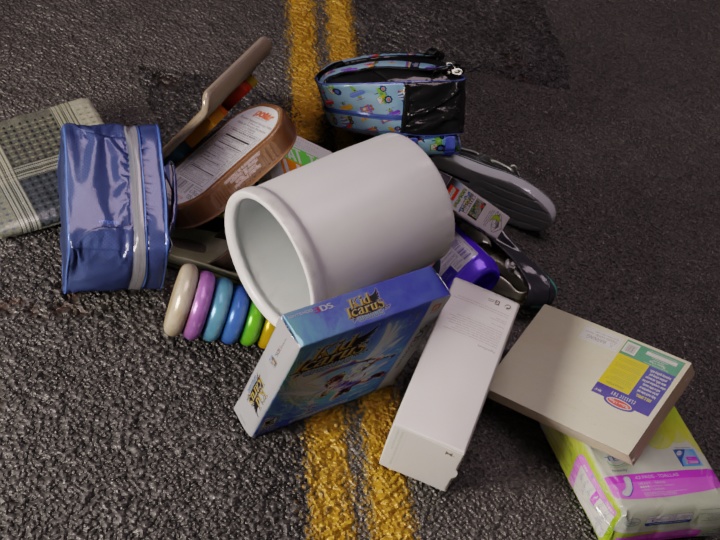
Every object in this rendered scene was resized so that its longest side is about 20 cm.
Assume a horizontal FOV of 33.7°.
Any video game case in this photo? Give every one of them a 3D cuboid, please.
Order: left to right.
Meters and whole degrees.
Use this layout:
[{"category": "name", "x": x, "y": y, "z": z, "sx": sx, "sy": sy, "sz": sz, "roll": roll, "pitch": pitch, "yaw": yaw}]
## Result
[{"category": "video game case", "x": -0.020, "y": 0.088, "z": 1.273, "sx": 0.199, "sy": 0.181, "sz": 0.046, "roll": -18, "pitch": 61, "yaw": -34}]

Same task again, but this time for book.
[{"category": "book", "x": -0.077, "y": -0.098, "z": 1.524, "sx": 0.133, "sy": 0.048, "sz": 0.200, "roll": 25, "pitch": 32, "yaw": -37}]

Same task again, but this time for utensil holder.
[{"category": "utensil holder", "x": -0.020, "y": -0.043, "z": 1.305, "sx": 0.200, "sy": 0.170, "sz": 0.170, "roll": -25, "pitch": 56, "yaw": -28}]

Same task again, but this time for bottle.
[{"category": "bottle", "x": 0.089, "y": -0.036, "z": 1.531, "sx": 0.200, "sy": 0.084, "sz": 0.065, "roll": 46, "pitch": 8, "yaw": 30}]

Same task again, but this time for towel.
[{"category": "towel", "x": -0.392, "y": -0.129, "z": 1.491, "sx": 0.192, "sy": 0.035, "sz": 0.200, "roll": -20, "pitch": 54, "yaw": -22}]

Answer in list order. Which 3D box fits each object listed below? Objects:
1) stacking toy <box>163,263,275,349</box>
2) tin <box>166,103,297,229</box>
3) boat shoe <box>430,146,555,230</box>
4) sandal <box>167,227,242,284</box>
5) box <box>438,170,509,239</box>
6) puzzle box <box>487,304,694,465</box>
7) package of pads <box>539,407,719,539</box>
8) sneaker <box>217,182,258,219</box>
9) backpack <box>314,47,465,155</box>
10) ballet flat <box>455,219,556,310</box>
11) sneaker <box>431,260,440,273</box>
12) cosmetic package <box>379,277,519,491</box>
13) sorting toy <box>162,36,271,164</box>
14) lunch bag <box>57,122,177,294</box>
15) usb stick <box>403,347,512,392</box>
[{"category": "stacking toy", "x": -0.120, "y": 0.059, "z": 1.362, "sx": 0.199, "sy": 0.086, "sz": 0.086, "roll": 17, "pitch": 40, "yaw": -11}, {"category": "tin", "x": -0.165, "y": -0.131, "z": 1.460, "sx": 0.200, "sy": 0.042, "sz": 0.112, "roll": -43, "pitch": 41, "yaw": -14}, {"category": "boat shoe", "x": 0.193, "y": -0.128, "z": 1.677, "sx": 0.200, "sy": 0.072, "sz": 0.071, "roll": 30, "pitch": 46, "yaw": 17}, {"category": "sandal", "x": -0.154, "y": -0.028, "z": 1.452, "sx": 0.200, "sy": 0.057, "sz": 0.080, "roll": 8, "pitch": 41, "yaw": -11}, {"category": "box", "x": 0.097, "y": -0.105, "z": 1.548, "sx": 0.110, "sy": 0.035, "sz": 0.200, "roll": 31, "pitch": 1, "yaw": -33}, {"category": "puzzle box", "x": 0.253, "y": 0.124, "z": 1.332, "sx": 0.200, "sy": 0.025, "sz": 0.133, "roll": 24, "pitch": 64, "yaw": 39}, {"category": "package of pads", "x": 0.302, "y": 0.211, "z": 1.340, "sx": 0.154, "sy": 0.068, "sz": 0.200, "roll": 0, "pitch": 41, "yaw": -20}, {"category": "sneaker", "x": -0.155, "y": -0.116, "z": 1.555, "sx": 0.084, "sy": 0.074, "sz": 0.200, "roll": 30, "pitch": 29, "yaw": -25}, {"category": "backpack", "x": 0.038, "y": -0.234, "z": 1.671, "sx": 0.199, "sy": 0.135, "sz": 0.183, "roll": -4, "pitch": 18, "yaw": -7}, {"category": "ballet flat", "x": 0.170, "y": -0.019, "z": 1.553, "sx": 0.073, "sy": 0.073, "sz": 0.200, "roll": -21, "pitch": 56, "yaw": -36}, {"category": "sneaker", "x": 0.000, "y": 0.000, "z": 1.434, "sx": 0.199, "sy": 0.082, "sz": 0.070, "roll": -15, "pitch": 57, "yaw": -11}, {"category": "cosmetic package", "x": 0.099, "y": 0.124, "z": 1.299, "sx": 0.085, "sy": 0.108, "sz": 0.200, "roll": 23, "pitch": 56, "yaw": 5}, {"category": "sorting toy", "x": -0.198, "y": -0.194, "z": 1.525, "sx": 0.036, "sy": 0.200, "sz": 0.185, "roll": 42, "pitch": 41, "yaw": -7}, {"category": "lunch bag", "x": -0.278, "y": -0.077, "z": 1.372, "sx": 0.132, "sy": 0.136, "sz": 0.201, "roll": 0, "pitch": 66, "yaw": -17}, {"category": "usb stick", "x": 0.143, "y": 0.125, "z": 1.408, "sx": 0.199, "sy": 0.033, "sz": 0.056, "roll": -10, "pitch": 55, "yaw": -29}]
